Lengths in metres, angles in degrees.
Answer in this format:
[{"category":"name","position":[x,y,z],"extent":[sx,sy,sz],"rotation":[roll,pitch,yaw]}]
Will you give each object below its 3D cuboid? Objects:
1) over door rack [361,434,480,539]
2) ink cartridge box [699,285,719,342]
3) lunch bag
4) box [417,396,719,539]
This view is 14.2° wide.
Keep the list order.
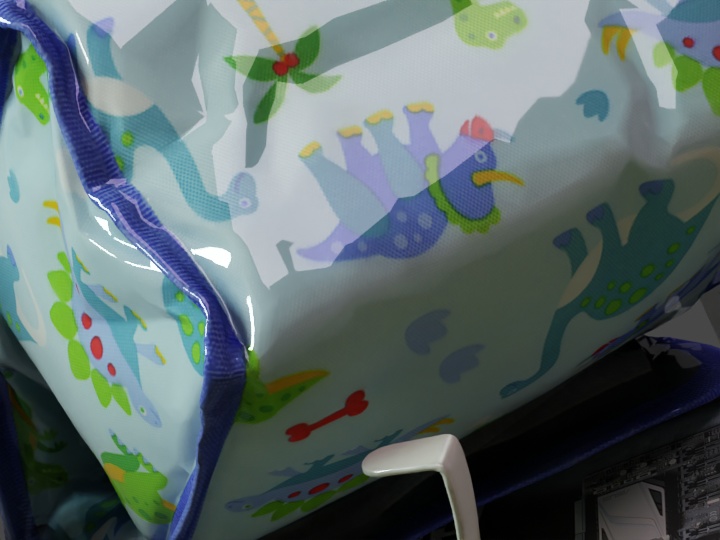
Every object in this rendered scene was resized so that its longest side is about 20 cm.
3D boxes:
[{"category":"over door rack","position":[-0.068,0.124,0.557],"extent":[0.199,0.067,0.148],"rotation":[-23,21,24]},{"category":"ink cartridge box","position":[0.179,-0.034,0.729],"extent":[0.199,0.116,0.067],"rotation":[-7,43,27]},{"category":"lunch bag","position":[0.000,0.000,0.677],"extent":[0.169,0.200,0.128],"rotation":[-24,71,-23]},{"category":"box","position":[0.064,0.083,0.666],"extent":[0.199,0.050,0.158],"rotation":[-16,20,21]}]
